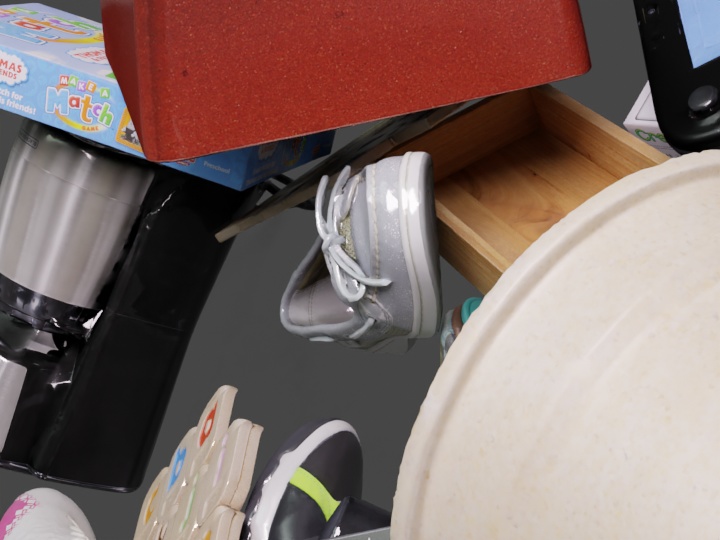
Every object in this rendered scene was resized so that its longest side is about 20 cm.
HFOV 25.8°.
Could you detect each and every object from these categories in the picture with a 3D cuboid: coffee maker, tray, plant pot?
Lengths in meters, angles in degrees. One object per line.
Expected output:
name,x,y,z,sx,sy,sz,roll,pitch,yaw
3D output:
coffee maker,-0.139,0.020,0.909,0.135,0.191,0.202,-126,57,-73
tray,0.088,-0.029,0.737,0.098,0.037,0.200,-27,31,-10
plant pot,0.139,0.092,0.453,0.201,0.200,0.183,-51,42,-1
plant pot,-0.027,-0.179,0.714,0.198,0.178,0.200,-13,25,-10

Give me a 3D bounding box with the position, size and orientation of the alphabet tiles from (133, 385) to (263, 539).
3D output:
alphabet tiles,-0.098,0.160,0.760,0.200,0.014,0.197,-54,20,42

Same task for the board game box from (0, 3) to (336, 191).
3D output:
board game box,-0.125,-0.098,0.847,0.151,0.198,0.037,-36,-38,-71

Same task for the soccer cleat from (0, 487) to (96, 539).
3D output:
soccer cleat,-0.146,0.165,0.796,0.086,0.070,0.200,-43,23,16

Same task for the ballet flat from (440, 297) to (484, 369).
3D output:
ballet flat,0.076,0.077,0.656,0.072,0.069,0.200,-67,30,12

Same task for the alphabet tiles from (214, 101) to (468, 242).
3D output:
alphabet tiles,0.023,-0.077,0.817,0.167,0.008,0.200,-36,8,-26

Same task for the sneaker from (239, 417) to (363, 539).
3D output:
sneaker,-0.015,0.161,0.697,0.082,0.072,0.201,2,57,24

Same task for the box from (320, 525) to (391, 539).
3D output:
box,-0.023,0.177,0.603,0.198,0.040,0.138,-15,69,23

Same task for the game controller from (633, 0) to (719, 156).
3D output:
game controller,0.171,-0.130,0.694,0.104,0.042,0.201,-34,35,28

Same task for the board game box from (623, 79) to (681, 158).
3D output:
board game box,0.217,-0.135,0.714,0.126,0.035,0.201,13,68,57

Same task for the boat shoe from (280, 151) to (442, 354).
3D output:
boat shoe,0.000,-0.001,0.734,0.202,0.064,0.075,118,149,-77

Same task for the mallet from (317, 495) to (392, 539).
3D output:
mallet,0.032,0.066,0.614,0.041,0.065,0.201,-63,-7,-52
